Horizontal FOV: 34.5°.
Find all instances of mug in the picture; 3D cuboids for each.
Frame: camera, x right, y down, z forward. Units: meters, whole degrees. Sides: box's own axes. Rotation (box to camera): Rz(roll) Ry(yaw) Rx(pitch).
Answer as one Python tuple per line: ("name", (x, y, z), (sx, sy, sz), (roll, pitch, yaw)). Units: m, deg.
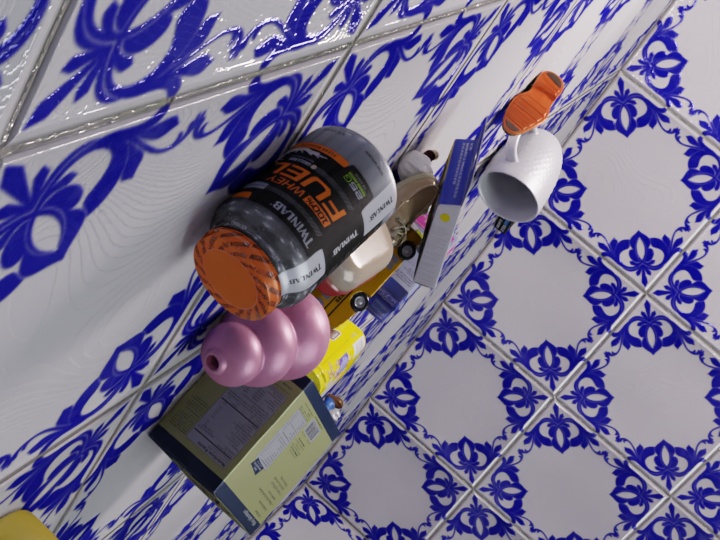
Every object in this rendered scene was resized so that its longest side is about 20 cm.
("mug", (0.349, -0.233, 2.468), (0.176, 0.147, 0.201), (-54, 144, -30))

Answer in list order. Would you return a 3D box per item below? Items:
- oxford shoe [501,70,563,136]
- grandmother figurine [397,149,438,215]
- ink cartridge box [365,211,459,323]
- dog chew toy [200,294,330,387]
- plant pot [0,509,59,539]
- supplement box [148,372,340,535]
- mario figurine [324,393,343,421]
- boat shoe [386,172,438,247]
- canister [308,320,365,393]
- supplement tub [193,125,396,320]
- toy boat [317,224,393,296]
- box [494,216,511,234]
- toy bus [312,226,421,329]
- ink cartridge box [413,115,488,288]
("oxford shoe", (0.321, -0.302, 2.207), (0.200, 0.071, 0.073), (-43, 174, -39))
("grandmother figurine", (0.084, -0.134, 1.771), (0.200, 0.060, 0.122), (67, 37, -77))
("ink cartridge box", (0.056, -0.022, 1.872), (0.200, 0.119, 0.042), (-46, 172, -25))
("dog chew toy", (-0.125, 0.090, 1.455), (0.200, 0.125, 0.125), (-22, 152, -56))
("plant pot", (-0.371, 0.398, 1.259), (0.201, 0.189, 0.201), (-48, 172, -9))
("supplement box", (-0.158, 0.231, 1.638), (0.200, 0.134, 0.200), (-47, 152, -15))
("mario figurine", (-0.103, 0.417, 2.964), (0.200, 0.105, 0.124), (-52, 141, -43))
("boat shoe", (0.041, -0.060, 1.679), (0.200, 0.065, 0.072), (-39, 140, 4))
("canister", (-0.083, 0.188, 2.178), (0.149, 0.086, 0.200), (-55, 171, 33))
("supplement tub", (-0.064, -0.046, 1.145), (0.200, 0.122, 0.123), (-45, 170, -36))
("toy boat", (-0.048, -0.036, 1.382), (0.130, 0.131, 0.200), (-20, -176, 25))
("box", (0.490, -0.211, 3.531), (0.159, 0.046, 0.200), (-47, 171, -18))
("toy bus", (0.000, 0.000, 1.769), (0.200, 0.078, 0.065), (-47, -164, -8))
("ink cartridge box", (0.133, -0.109, 1.736), (0.198, 0.047, 0.201), (-71, 176, -53))
